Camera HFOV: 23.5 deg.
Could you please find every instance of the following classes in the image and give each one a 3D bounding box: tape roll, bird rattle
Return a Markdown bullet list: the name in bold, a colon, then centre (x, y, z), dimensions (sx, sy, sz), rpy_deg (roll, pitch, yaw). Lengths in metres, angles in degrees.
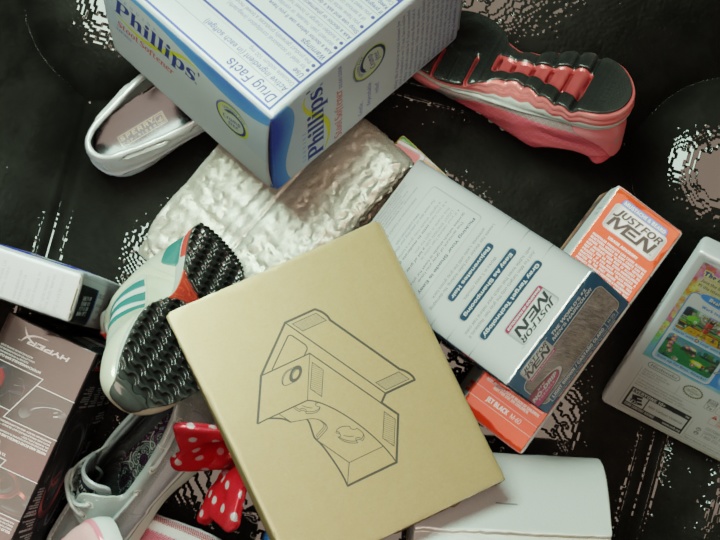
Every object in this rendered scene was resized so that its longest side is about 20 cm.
- **tape roll**: centre (0.101, 0.233, 1.252), dimensions (0.139, 0.203, 0.204), rpy_deg (3, 88, 2)
- **bird rattle**: centre (-0.048, 0.107, 1.251), dimensions (0.112, 0.163, 0.200), rpy_deg (32, 79, 11)

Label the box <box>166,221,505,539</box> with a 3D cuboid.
- **box**: centre (-0.017, 0.087, 1.172), dimensions (0.163, 0.021, 0.201), rpy_deg (-24, 81, -15)

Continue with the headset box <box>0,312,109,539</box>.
- **headset box**: centre (-0.254, 0.137, 1.285), dimensions (0.075, 0.149, 0.201), rpy_deg (24, 89, 3)

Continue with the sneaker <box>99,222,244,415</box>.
- **sneaker**: centre (-0.150, 0.049, 1.234), dimensions (0.093, 0.200, 0.070), rpy_deg (-32, 111, 30)

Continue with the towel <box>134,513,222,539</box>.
- **towel**: centre (-0.164, 0.284, 1.305), dimensions (0.146, 0.030, 0.201), rpy_deg (13, 88, 41)

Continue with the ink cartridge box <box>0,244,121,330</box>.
- **ink cartridge box**: centre (-0.283, -0.007, 1.265), dimensions (0.199, 0.198, 0.047), rpy_deg (17, 88, 2)

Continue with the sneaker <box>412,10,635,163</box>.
- **sneaker**: centre (0.113, -0.132, 1.327), dimensions (0.200, 0.087, 0.074), rpy_deg (23, 58, 22)

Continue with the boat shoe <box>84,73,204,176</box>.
- **boat shoe**: centre (-0.126, -0.140, 1.332), dimensions (0.200, 0.065, 0.074), rpy_deg (-40, 88, -1)

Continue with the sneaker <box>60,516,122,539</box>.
- **sneaker**: centre (-0.242, 0.259, 1.256), dimensions (0.075, 0.104, 0.200), rpy_deg (59, 134, 32)

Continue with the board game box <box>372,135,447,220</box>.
- **board game box**: centre (0.000, 0.000, 1.348), dimensions (0.096, 0.030, 0.200), rpy_deg (43, 92, 1)

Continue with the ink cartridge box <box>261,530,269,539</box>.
- **ink cartridge box**: centre (-0.050, 0.262, 1.280), dimensions (0.084, 0.146, 0.201), rpy_deg (19, 88, 0)

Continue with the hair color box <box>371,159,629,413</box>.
- **hair color box**: centre (0.086, 0.008, 1.245), dimensions (0.100, 0.060, 0.200), rpy_deg (-53, 45, 0)

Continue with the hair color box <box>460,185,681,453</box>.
- **hair color box**: centre (0.152, 0.037, 1.302), dimensions (0.064, 0.111, 0.200), rpy_deg (37, 89, 1)

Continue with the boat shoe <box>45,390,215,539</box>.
- **boat shoe**: centre (-0.184, 0.156, 1.291), dimensions (0.201, 0.071, 0.070), rpy_deg (-47, 49, 15)

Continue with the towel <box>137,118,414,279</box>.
- **towel**: centre (-0.066, -0.048, 1.330), dimensions (0.132, 0.034, 0.200), rpy_deg (42, 90, 15)

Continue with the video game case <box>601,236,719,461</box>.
- **video game case**: centre (0.303, 0.082, 1.281), dimensions (0.199, 0.182, 0.024), rpy_deg (27, 45, 2)

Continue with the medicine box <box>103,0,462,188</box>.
- **medicine box**: centre (-0.056, -0.196, 1.264), dimensions (0.200, 0.103, 0.182), rpy_deg (-41, 70, -19)
